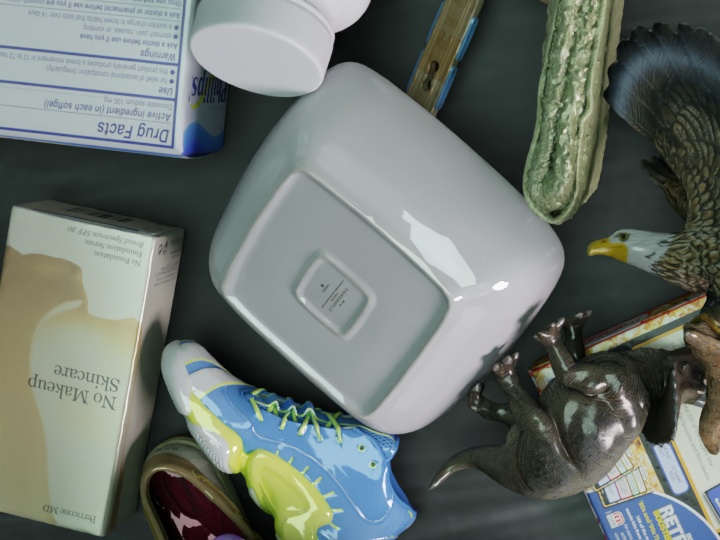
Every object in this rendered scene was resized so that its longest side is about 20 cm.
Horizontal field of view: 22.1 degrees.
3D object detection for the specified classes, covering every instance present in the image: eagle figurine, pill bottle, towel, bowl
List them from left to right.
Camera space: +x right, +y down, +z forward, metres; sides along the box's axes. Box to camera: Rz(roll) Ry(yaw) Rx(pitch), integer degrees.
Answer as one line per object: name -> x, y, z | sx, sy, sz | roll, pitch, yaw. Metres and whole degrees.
pill bottle -> -0.036, -0.210, 1.096 | 0.110, 0.111, 0.201 | 12, 69, 10
bowl -> 0.000, 0.000, 1.123 | 0.200, 0.075, 0.200 | 42, 133, 6
towel -> 0.131, -0.133, 1.092 | 0.036, 0.148, 0.202 | 8, 100, 12
eagle figurine -> 0.201, -0.026, 1.032 | 0.150, 0.201, 0.152 | 21, 144, -19

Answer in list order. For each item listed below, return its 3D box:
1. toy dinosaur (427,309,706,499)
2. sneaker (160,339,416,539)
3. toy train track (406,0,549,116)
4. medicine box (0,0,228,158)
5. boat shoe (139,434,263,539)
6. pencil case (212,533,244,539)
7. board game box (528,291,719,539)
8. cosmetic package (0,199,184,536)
toy dinosaur -> 0.123, 0.091, 1.103 | 0.200, 0.077, 0.103 | -36, 80, 11
sneaker -> -0.039, 0.108, 1.189 | 0.105, 0.076, 0.201 | -36, 100, 2
toy train track -> 0.068, -0.160, 1.154 | 0.114, 0.032, 0.201 | 34, 111, 30
medicine box -> -0.177, -0.180, 1.168 | 0.181, 0.103, 0.202 | 7, 97, 10
boat shoe -> -0.085, 0.204, 1.205 | 0.074, 0.066, 0.201 | -36, 90, 11
pencil case -> -0.027, 0.235, 1.144 | 0.199, 0.086, 0.084 | 30, 108, -30
board game box -> 0.226, 0.088, 1.143 | 0.199, 0.046, 0.152 | -24, 90, 12
cosmetic package -> -0.187, 0.062, 1.209 | 0.104, 0.071, 0.202 | 11, 97, 10
